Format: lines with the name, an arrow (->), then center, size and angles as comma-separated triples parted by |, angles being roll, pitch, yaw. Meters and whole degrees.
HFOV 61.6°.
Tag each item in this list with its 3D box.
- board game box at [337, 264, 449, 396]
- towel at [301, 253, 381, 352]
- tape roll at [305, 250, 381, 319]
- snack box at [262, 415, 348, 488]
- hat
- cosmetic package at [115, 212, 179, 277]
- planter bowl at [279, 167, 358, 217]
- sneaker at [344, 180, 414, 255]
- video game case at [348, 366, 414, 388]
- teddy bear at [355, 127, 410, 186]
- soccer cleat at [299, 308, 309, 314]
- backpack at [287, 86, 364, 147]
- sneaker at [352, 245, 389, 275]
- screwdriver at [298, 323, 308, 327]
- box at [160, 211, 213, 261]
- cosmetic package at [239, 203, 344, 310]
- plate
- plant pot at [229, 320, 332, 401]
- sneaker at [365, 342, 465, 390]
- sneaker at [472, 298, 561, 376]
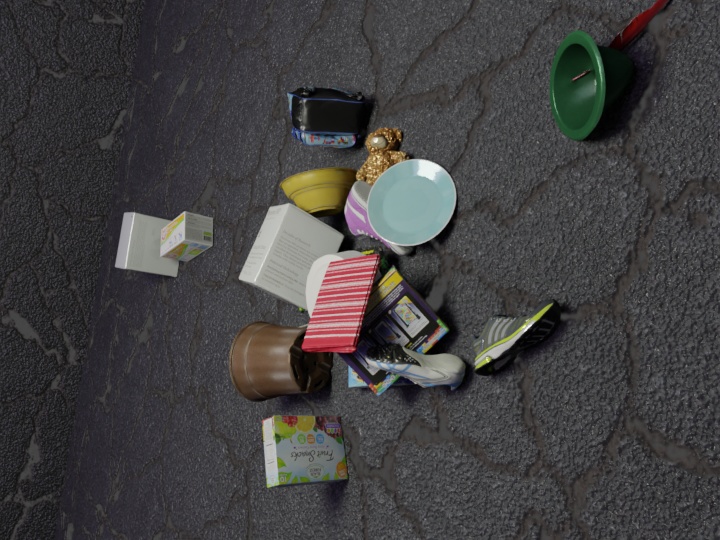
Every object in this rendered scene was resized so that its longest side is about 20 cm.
board game box -> 0.051, 0.120, 1.204 | 0.200, 0.166, 0.057 | -42, 8, 7
towel -> -0.036, 0.065, 1.180 | 0.142, 0.022, 0.204 | -8, 55, 40
tape roll -> -0.034, 0.061, 1.315 | 0.200, 0.070, 0.208 | 13, 108, 45
snack box -> -0.122, 0.402, 1.353 | 0.052, 0.197, 0.146 | -27, 62, 41
hat -> 0.435, -0.327, 1.007 | 0.201, 0.171, 0.169 | 97, 160, -63
cosmetic package -> -0.773, -0.093, 2.222 | 0.121, 0.197, 0.205 | 5, 85, 48
planter bowl -> -0.092, -0.179, 1.463 | 0.198, 0.197, 0.086 | -15, 83, 46
sneaker -> 0.038, -0.095, 1.368 | 0.202, 0.072, 0.115 | 53, 141, 17
video game case -> 0.044, 0.152, 1.334 | 0.179, 0.045, 0.206 | -16, 70, 48
teddy bear -> 0.048, -0.234, 1.398 | 0.143, 0.066, 0.205 | 18, 96, 47
soccer cleat -> -0.090, 0.059, 1.497 | 0.198, 0.067, 0.083 | -13, 66, 49
backpack -> -0.100, -0.395, 1.529 | 0.200, 0.178, 0.138 | -138, 50, -60
sneaker -> 0.000, 0.000, 1.395 | 0.199, 0.077, 0.087 | 1, 119, 63
screwdriver -> -0.130, 0.137, 1.547 | 0.197, 0.029, 0.029 | -18, 68, 41
box -> -0.605, -0.114, 2.098 | 0.198, 0.111, 0.104 | -23, 64, 46
cosmetic package -> -0.171, -0.032, 1.477 | 0.167, 0.164, 0.204 | 5, 70, 65
plate -> 0.109, -0.142, 1.289 | 0.195, 0.026, 0.205 | -7, 68, 16
plant pot -> -0.187, 0.222, 1.487 | 0.195, 0.198, 0.206 | -8, 76, 40
sneaker -> 0.103, 0.189, 1.157 | 0.072, 0.195, 0.074 | -85, 6, -65
sneaker -> 0.265, 0.104, 1.069 | 0.200, 0.073, 0.082 | -43, 49, 32
